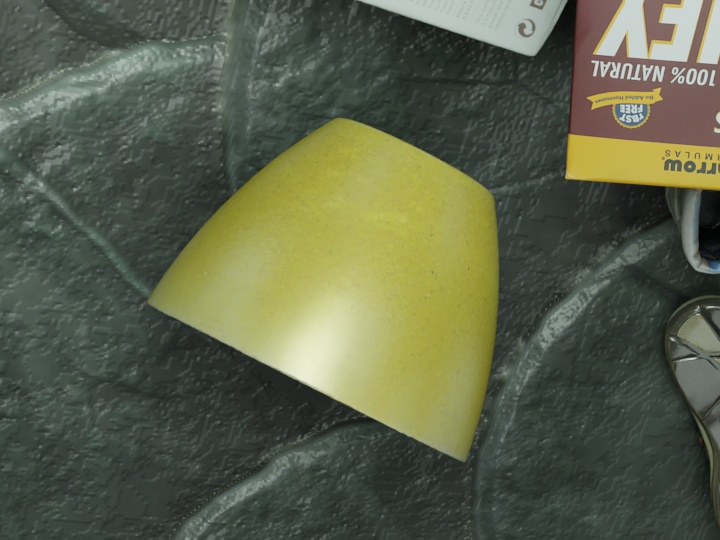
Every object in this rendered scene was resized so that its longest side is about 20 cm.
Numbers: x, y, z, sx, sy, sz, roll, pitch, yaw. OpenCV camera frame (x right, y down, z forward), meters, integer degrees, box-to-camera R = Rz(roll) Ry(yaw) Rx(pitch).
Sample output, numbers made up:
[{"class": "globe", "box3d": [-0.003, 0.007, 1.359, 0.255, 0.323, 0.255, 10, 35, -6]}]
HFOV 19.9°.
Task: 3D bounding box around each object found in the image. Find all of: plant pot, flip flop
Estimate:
[{"class": "plant pot", "box3d": [0.000, 0.000, 1.152, 0.199, 0.200, 0.143, 28, 86, -27]}, {"class": "flip flop", "box3d": [0.250, 0.101, 1.343, 0.081, 0.058, 0.201, -23, 109, 6]}]

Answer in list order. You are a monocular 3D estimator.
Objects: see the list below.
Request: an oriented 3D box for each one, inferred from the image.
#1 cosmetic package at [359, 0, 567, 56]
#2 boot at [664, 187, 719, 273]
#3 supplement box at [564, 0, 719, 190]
[{"class": "cosmetic package", "box3d": [0.009, -0.188, 1.073, 0.199, 0.102, 0.074, 16, 116, -24]}, {"class": "boot", "box3d": [0.230, -0.095, 1.181, 0.073, 0.096, 0.201, 10, 119, -3]}, {"class": "supplement box", "box3d": [0.181, -0.157, 1.029, 0.132, 0.197, 0.201, 5, 105, 9]}]
